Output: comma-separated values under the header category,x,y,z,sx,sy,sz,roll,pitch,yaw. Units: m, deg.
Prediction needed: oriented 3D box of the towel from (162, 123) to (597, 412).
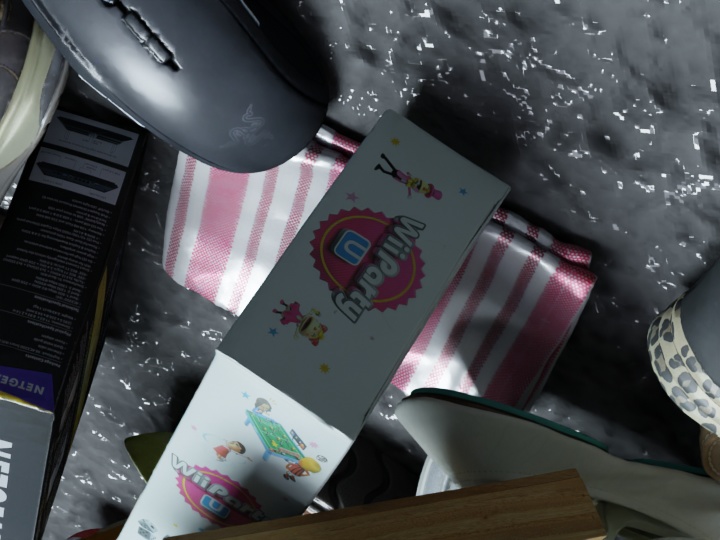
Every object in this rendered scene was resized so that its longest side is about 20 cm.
category,x,y,z,sx,sy,sz,roll,pitch,yaw
towel,0.000,0.000,0.803,0.199,0.030,0.147,25,144,5

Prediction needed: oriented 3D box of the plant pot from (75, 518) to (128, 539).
category,x,y,z,sx,sy,sz,roll,pitch,yaw
plant pot,-0.118,0.237,0.933,0.200,0.200,0.184,-20,95,47

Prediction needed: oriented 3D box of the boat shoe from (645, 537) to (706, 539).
category,x,y,z,sx,sy,sz,roll,pitch,yaw
boat shoe,0.092,0.171,0.770,0.201,0.071,0.070,-36,80,26

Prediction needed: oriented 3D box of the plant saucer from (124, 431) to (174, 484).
category,x,y,z,sx,sy,sz,roll,pitch,yaw
plant saucer,-0.053,0.158,0.962,0.200,0.031,0.200,48,177,3

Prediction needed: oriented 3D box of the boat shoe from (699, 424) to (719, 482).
category,x,y,z,sx,sy,sz,roll,pitch,yaw
boat shoe,0.233,0.098,0.731,0.199,0.069,0.074,10,143,27

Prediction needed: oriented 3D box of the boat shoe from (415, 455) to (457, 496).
category,x,y,z,sx,sy,sz,roll,pitch,yaw
boat shoe,0.066,0.177,0.876,0.074,0.065,0.203,-1,102,-9

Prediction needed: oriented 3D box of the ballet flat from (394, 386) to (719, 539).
category,x,y,z,sx,sy,sz,roll,pitch,yaw
ballet flat,0.107,0.109,0.796,0.199,0.070,0.070,17,146,-8

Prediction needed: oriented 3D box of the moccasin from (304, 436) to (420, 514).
category,x,y,z,sx,sy,sz,roll,pitch,yaw
moccasin,0.014,0.147,0.943,0.201,0.074,0.078,27,129,-14

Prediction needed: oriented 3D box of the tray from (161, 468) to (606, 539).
category,x,y,z,sx,sy,sz,roll,pitch,yaw
tray,-0.007,0.128,0.706,0.099,0.199,0.037,-50,55,45

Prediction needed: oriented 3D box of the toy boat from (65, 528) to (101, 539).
category,x,y,z,sx,sy,sz,roll,pitch,yaw
toy boat,-0.103,0.216,1.090,0.199,0.131,0.131,23,114,7

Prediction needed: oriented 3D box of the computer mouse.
category,x,y,z,sx,sy,sz,roll,pitch,yaw
computer mouse,-0.113,-0.090,0.693,0.140,0.046,0.200,-34,118,13

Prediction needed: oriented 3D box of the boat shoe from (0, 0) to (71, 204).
category,x,y,z,sx,sy,sz,roll,pitch,yaw
boat shoe,-0.195,-0.038,0.763,0.073,0.201,0.075,23,-169,-22

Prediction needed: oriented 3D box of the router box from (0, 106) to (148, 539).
category,x,y,z,sx,sy,sz,roll,pitch,yaw
router box,-0.158,0.043,0.848,0.052,0.158,0.200,16,145,-5

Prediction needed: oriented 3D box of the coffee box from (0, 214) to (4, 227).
category,x,y,z,sx,sy,sz,roll,pitch,yaw
coffee box,-0.255,0.039,0.981,0.114,0.080,0.200,20,144,11

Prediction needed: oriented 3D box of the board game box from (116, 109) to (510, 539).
category,x,y,z,sx,sy,sz,roll,pitch,yaw
board game box,-0.026,0.049,0.735,0.064,0.148,0.200,33,142,1

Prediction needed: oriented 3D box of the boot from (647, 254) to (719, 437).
category,x,y,z,sx,sy,sz,roll,pitch,yaw
boot,0.218,0.036,0.667,0.203,0.074,0.154,32,148,3
